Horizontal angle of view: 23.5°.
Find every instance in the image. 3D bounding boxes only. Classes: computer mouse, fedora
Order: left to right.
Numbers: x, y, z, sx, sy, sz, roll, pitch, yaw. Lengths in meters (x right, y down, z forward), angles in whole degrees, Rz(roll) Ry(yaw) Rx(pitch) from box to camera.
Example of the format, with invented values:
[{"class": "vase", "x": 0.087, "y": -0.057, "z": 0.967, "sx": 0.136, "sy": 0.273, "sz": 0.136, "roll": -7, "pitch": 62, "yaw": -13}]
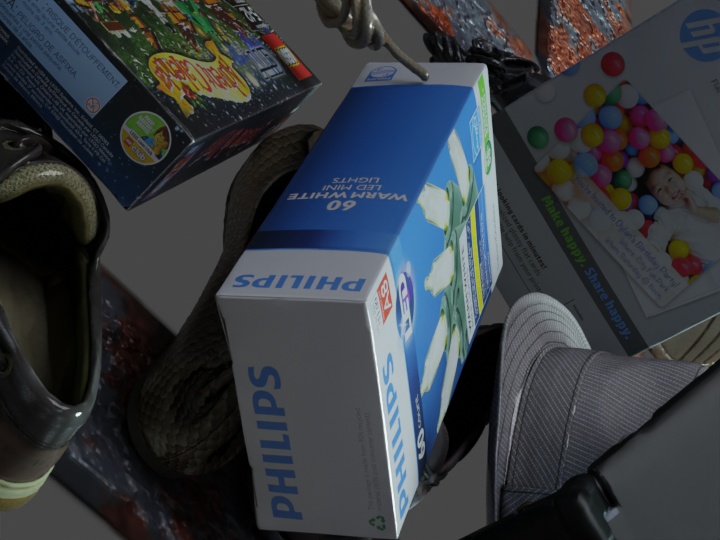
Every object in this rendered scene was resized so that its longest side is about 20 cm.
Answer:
[{"class": "computer mouse", "x": 0.129, "y": -0.074, "z": 1.020, "sx": 0.199, "sy": 0.053, "sz": 0.138, "roll": 31, "pitch": 13, "yaw": 21}, {"class": "fedora", "x": 0.127, "y": 0.108, "z": 0.802, "sx": 0.177, "sy": 0.090, "sz": 0.202, "roll": 37, "pitch": 54, "yaw": -56}]

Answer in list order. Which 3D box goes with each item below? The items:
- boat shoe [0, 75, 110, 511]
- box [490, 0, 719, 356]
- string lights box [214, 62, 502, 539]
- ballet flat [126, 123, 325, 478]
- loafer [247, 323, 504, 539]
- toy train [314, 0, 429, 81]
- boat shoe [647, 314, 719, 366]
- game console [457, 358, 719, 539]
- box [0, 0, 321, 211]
[{"class": "boat shoe", "x": -0.119, "y": -0.016, "z": 0.608, "sx": 0.073, "sy": 0.065, "sz": 0.201, "roll": 24, "pitch": 44, "yaw": -46}, {"class": "box", "x": 0.154, "y": -0.044, "z": 0.938, "sx": 0.157, "sy": 0.199, "sz": 0.041, "roll": 58, "pitch": 29, "yaw": -4}, {"class": "string lights box", "x": 0.007, "y": 0.004, "z": 0.691, "sx": 0.200, "sy": 0.058, "sz": 0.104, "roll": -63, "pitch": 150, "yaw": -56}, {"class": "ballet flat", "x": -0.036, "y": 0.005, "z": 0.713, "sx": 0.067, "sy": 0.046, "sz": 0.201, "roll": 49, "pitch": 40, "yaw": -20}, {"class": "loafer", "x": 0.018, "y": 0.063, "z": 0.760, "sx": 0.072, "sy": 0.063, "sz": 0.200, "roll": 59, "pitch": 28, "yaw": -1}, {"class": "toy train", "x": -0.057, "y": -0.153, "z": 0.704, "sx": 0.200, "sy": 0.085, "sz": 0.115, "roll": 51, "pitch": 28, "yaw": 17}, {"class": "boat shoe", "x": 0.182, "y": 0.002, "z": 1.082, "sx": 0.202, "sy": 0.075, "sz": 0.075, "roll": 26, "pitch": 29, "yaw": -50}, {"class": "game console", "x": 0.131, "y": 0.168, "z": 0.729, "sx": 0.201, "sy": 0.175, "sz": 0.116, "roll": 58, "pitch": 28, "yaw": -2}, {"class": "box", "x": -0.095, "y": -0.102, "z": 0.689, "sx": 0.137, "sy": 0.038, "sz": 0.200, "roll": 46, "pitch": 16, "yaw": -1}]
